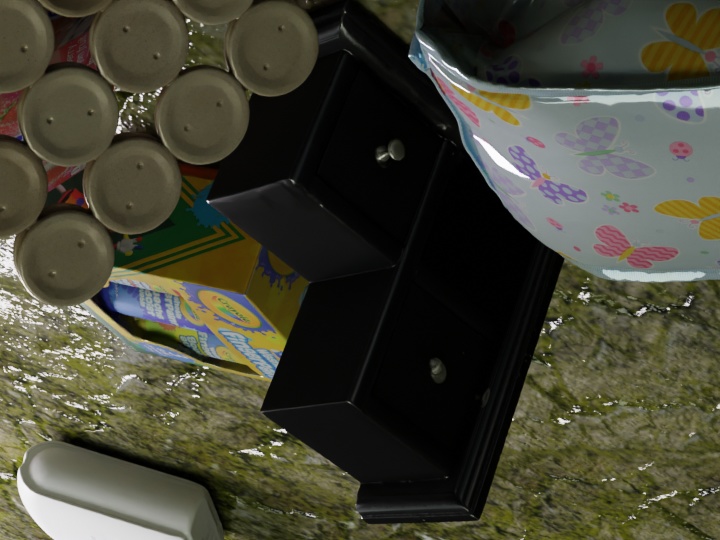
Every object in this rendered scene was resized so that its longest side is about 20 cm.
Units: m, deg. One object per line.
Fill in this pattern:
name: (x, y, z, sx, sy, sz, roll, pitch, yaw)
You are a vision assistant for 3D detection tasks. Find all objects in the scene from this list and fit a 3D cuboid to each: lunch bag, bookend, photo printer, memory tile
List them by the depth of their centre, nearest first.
lunch bag: (0.136, -0.081, 0.781, 0.198, 0.128, 0.170, -3, 149, 23)
memory tile: (-0.126, -0.095, 0.868, 0.153, 0.200, 0.017, 48, 174, -30)
bookend: (0.000, 0.000, 0.953, 0.200, 0.200, 0.092, 39, 150, -30)
photo printer: (-0.241, 0.239, 1.756, 0.198, 0.070, 0.167, 15, 154, 11)

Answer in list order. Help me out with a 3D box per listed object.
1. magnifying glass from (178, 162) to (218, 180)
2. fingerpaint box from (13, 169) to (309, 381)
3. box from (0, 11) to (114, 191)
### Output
magnifying glass: (-0.068, -0.048, 1.118, 0.198, 0.023, 0.080, 12, 154, 20)
fingerpaint box: (-0.105, 0.007, 1.159, 0.165, 0.074, 0.200, 11, 162, 20)
box: (-0.198, -0.113, 0.966, 0.100, 0.095, 0.200, 50, 155, 7)
